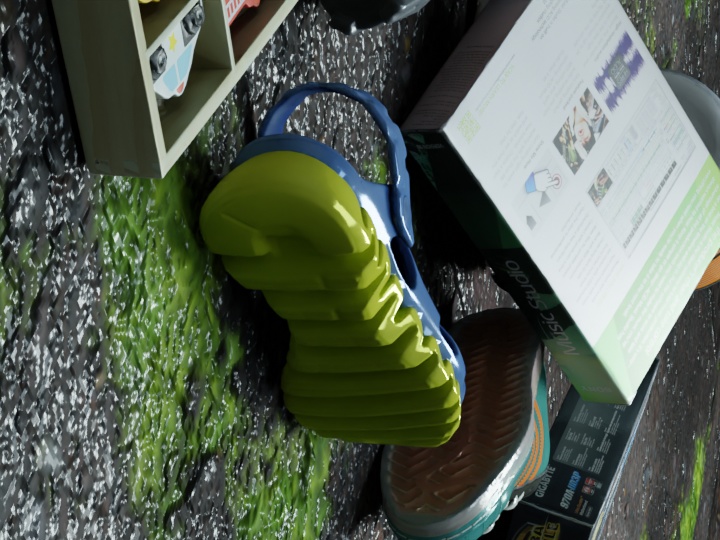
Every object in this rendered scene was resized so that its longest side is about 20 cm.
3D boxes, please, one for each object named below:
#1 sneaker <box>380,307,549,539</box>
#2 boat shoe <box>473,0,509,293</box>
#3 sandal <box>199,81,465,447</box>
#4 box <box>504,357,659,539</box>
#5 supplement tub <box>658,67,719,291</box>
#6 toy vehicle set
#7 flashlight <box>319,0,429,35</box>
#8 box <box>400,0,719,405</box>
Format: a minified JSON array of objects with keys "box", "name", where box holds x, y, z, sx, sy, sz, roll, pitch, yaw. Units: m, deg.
[{"box":[0.062,0.096,0.978,0.200,0.071,0.080,-57,142,-59],"name":"sneaker"},{"box":[0.095,-0.083,1.078,0.093,0.074,0.202,47,48,-85],"name":"boat shoe"},{"box":[0.000,0.000,0.768,0.201,0.079,0.088,72,24,-51],"name":"sandal"},{"box":[0.115,0.153,1.124,0.200,0.046,0.160,-54,161,-58],"name":"box"},{"box":[0.208,-0.054,1.324,0.200,0.122,0.124,35,60,-70],"name":"supplement tub"},{"box":[-0.052,-0.134,0.656,0.200,0.026,0.125,-61,149,-53],"name":"toy vehicle set"},{"box":[0.033,-0.150,0.870,0.068,0.068,0.200,62,29,-10],"name":"flashlight"},{"box":[0.113,-0.050,0.998,0.200,0.036,0.145,53,58,-29],"name":"box"}]
